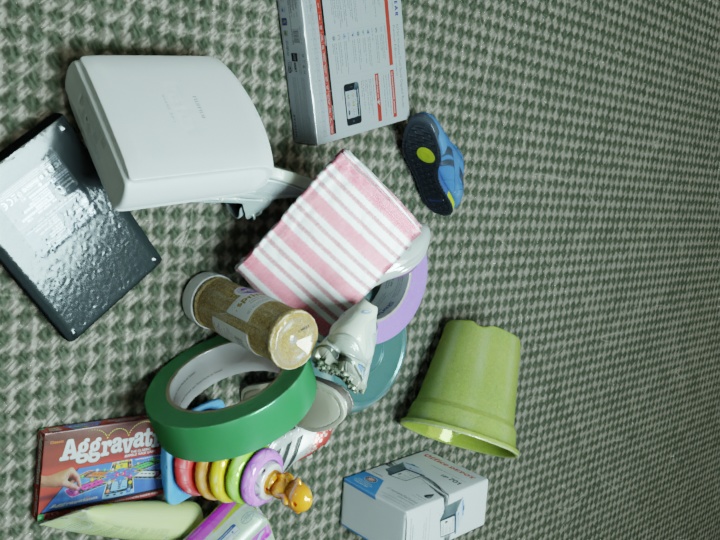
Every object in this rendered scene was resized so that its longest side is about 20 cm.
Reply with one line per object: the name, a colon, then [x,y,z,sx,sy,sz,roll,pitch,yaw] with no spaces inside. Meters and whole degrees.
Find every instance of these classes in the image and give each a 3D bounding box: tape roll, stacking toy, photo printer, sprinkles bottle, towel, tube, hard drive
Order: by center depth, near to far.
hard drive: [-0.316,-0.042,0.835,0.140,0.033,0.202,-46,129,-25]
photo printer: [-0.194,-0.153,0.846,0.198,0.069,0.168,-12,69,-41]
sprinkles bottle: [-0.133,0.055,0.919,0.068,0.199,0.069,-14,111,-39]
tape roll: [-0.152,0.140,0.925,0.199,0.199,0.049,-32,122,-33]
tube: [-0.274,0.297,0.938,0.199,0.052,0.059,25,98,-52]
stacking toy: [-0.136,0.241,0.944,0.109,0.198,0.118,-20,118,-54]
towel: [-0.037,-0.028,0.960,0.146,0.030,0.200,43,91,-15]
tape roll: [0.000,0.000,1.107,0.198,0.065,0.204,-4,98,-34]

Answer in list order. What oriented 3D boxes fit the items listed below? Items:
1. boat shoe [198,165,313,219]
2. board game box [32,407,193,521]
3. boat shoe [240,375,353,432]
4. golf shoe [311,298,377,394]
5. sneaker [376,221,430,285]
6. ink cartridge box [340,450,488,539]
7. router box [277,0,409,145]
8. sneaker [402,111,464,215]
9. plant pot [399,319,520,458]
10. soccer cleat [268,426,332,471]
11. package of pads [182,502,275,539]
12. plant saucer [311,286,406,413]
boat shoe: [-0.148,-0.101,0.962,0.199,0.070,0.073,4,103,-39]
board game box: [-0.289,0.229,0.945,0.198,0.019,0.105,0,100,-44]
boat shoe: [-0.075,0.165,1.012,0.059,0.198,0.073,-17,94,-44]
golf shoe: [-0.006,0.091,0.951,0.078,0.200,0.098,30,77,1]
sneaker: [0.012,-0.028,1.025,0.199,0.074,0.101,-30,112,-28]
ink cartridge box: [0.088,0.371,1.259,0.198,0.145,0.087,-7,105,-43]
router box: [-0.018,-0.285,1.045,0.178,0.048,0.203,-23,116,-38]
sneaker: [0.116,-0.174,1.184,0.079,0.065,0.201,-58,146,-25]
plant pot: [0.182,0.189,1.289,0.200,0.198,0.187,34,67,-43]
soccer cleat: [-0.106,0.232,1.091,0.199,0.068,0.086,-41,130,-23]
package of pads: [-0.178,0.393,1.027,0.154,0.068,0.202,-41,147,-28]
plant saucer: [0.006,0.124,1.197,0.198,0.027,0.204,-13,110,-42]
